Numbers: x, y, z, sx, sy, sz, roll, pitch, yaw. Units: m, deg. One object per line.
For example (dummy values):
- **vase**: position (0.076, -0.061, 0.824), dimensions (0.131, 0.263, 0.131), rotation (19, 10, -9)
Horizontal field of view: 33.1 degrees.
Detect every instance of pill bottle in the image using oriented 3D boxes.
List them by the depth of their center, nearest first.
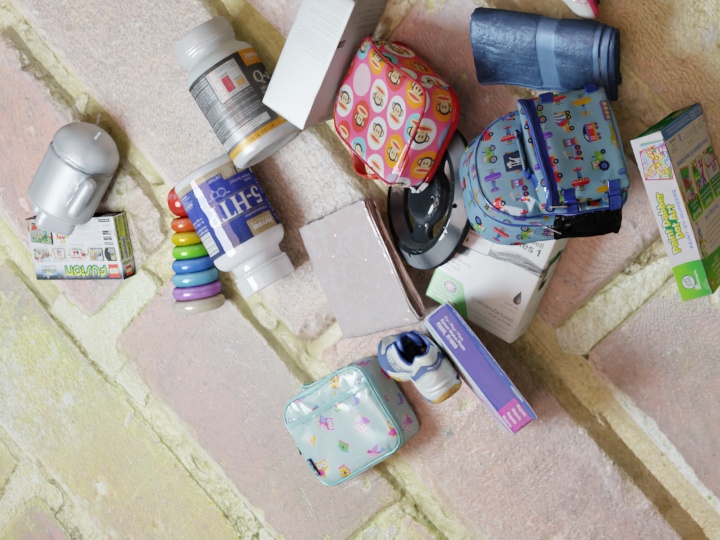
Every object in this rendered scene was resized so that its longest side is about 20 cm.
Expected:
- **pill bottle**: position (-0.183, -0.261, 1.777), dimensions (0.116, 0.116, 0.201), rotation (-32, 90, 33)
- **pill bottle**: position (-0.185, -0.067, 1.839), dimensions (0.119, 0.119, 0.202), rotation (-29, 91, 33)

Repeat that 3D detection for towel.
- **towel**: position (0.235, -0.277, 1.554), dimensions (0.198, 0.049, 0.112), rotation (15, 145, 26)
- **towel**: position (0.000, 0.000, 1.770), dimensions (0.199, 0.032, 0.193), rotation (-17, 97, 57)

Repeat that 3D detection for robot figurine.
- **robot figurine**: position (-0.463, -0.156, 1.963), dimensions (0.201, 0.112, 0.170), rotation (-57, 39, 22)

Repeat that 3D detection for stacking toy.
- **stacking toy**: position (-0.272, -0.036, 1.926), dimensions (0.084, 0.085, 0.203), rotation (-4, 99, 30)

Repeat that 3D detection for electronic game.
- **electronic game**: position (0.096, -0.102, 1.668), dimensions (0.199, 0.041, 0.203), rotation (-12, 76, 57)

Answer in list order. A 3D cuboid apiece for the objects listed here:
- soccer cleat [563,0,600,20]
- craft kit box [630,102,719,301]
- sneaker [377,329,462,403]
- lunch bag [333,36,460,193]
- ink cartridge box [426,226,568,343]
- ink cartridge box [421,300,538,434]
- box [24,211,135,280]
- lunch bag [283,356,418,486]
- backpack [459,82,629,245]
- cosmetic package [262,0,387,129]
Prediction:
- **soccer cleat**: position (0.229, -0.392, 1.531), dimensions (0.086, 0.070, 0.202), rotation (-29, 83, 16)
- **craft kit box**: position (0.399, -0.087, 1.461), dimensions (0.048, 0.199, 0.200), rotation (-19, 95, 32)
- **sneaker**: position (0.075, 0.114, 1.734), dimensions (0.089, 0.075, 0.199), rotation (59, 164, -25)
- **lunch bag**: position (0.040, -0.203, 1.650), dimensions (0.200, 0.081, 0.178), rotation (52, 128, 43)
- **ink cartridge box**: position (0.195, -0.029, 1.660), dimensions (0.145, 0.084, 0.202), rotation (29, 118, 18)
- **ink cartridge box**: position (0.160, 0.137, 1.677), dimensions (0.043, 0.200, 0.197), rotation (-37, 84, -2)
- **box**: position (-0.478, -0.040, 2.061), dimensions (0.197, 0.035, 0.112), rotation (0, 106, 29)
- **lunch bag**: position (-0.023, 0.230, 1.869), dimensions (0.199, 0.077, 0.162), rotation (-33, 89, 33)
- **backpack**: position (0.223, -0.128, 1.520), dimensions (0.197, 0.135, 0.185), rotation (-8, 71, 4)
- **cosmetic package**: position (-0.049, -0.308, 1.692), dimensions (0.081, 0.113, 0.202), rotation (32, 120, 16)
